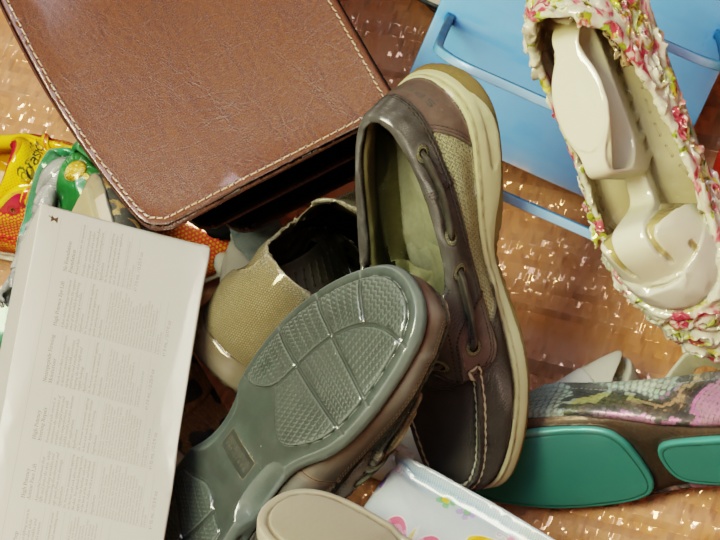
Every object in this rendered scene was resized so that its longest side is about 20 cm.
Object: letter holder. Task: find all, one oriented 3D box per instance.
[{"bbox_3d":[-0.096,-0.116,1.257,0.142,0.101,0.200,-28,80,-14],"label":"letter holder"}]

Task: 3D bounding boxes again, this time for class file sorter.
[{"bbox_3d":[0.114,-0.127,1.230,0.138,0.123,0.201,24,105,-1],"label":"file sorter"}]

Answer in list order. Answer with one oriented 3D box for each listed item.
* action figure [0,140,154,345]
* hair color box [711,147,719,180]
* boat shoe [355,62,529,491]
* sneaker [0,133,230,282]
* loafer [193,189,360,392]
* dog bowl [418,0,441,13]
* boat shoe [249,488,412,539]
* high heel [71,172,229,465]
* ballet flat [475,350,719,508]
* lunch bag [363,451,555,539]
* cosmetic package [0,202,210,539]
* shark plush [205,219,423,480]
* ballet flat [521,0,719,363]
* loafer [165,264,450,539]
[{"bbox_3d":[-0.141,0.013,1.322,0.118,0.055,0.201,10,89,4],"label":"action figure"},{"bbox_3d":[0.216,-0.088,1.207,0.061,0.101,0.201,23,105,18],"label":"hair color box"},{"bbox_3d":[0.028,0.011,1.178,0.072,0.202,0.066,15,29,42],"label":"boat shoe"},{"bbox_3d":[-0.146,-0.033,1.371,0.199,0.077,0.073,5,66,15],"label":"sneaker"},{"bbox_3d":[0.000,0.000,1.255,0.076,0.200,0.067,45,128,7],"label":"loafer"},{"bbox_3d":[0.098,-0.200,1.371,0.199,0.074,0.201,-7,64,15],"label":"dog bowl"},{"bbox_3d":[0.037,0.159,1.096,0.200,0.057,0.067,29,42,25],"label":"boat shoe"},{"bbox_3d":[-0.085,0.057,1.280,0.071,0.142,0.201,-29,55,40],"label":"high heel"},{"bbox_3d":[0.139,0.069,1.226,0.199,0.069,0.071,-7,47,30],"label":"ballet flat"},{"bbox_3d":[0.060,0.203,1.161,0.200,0.127,0.170,32,79,18],"label":"lunch bag"},{"bbox_3d":[-0.124,0.076,1.162,0.082,0.051,0.201,16,61,-15],"label":"cosmetic package"},{"bbox_3d":[-0.027,0.023,1.316,0.083,0.091,0.200,-19,55,-13],"label":"shark plush"},{"bbox_3d":[0.117,-0.040,1.154,0.075,0.064,0.201,-20,101,31],"label":"ballet flat"},{"bbox_3d":[-0.022,0.074,1.166,0.200,0.063,0.072,-48,49,27],"label":"loafer"}]
